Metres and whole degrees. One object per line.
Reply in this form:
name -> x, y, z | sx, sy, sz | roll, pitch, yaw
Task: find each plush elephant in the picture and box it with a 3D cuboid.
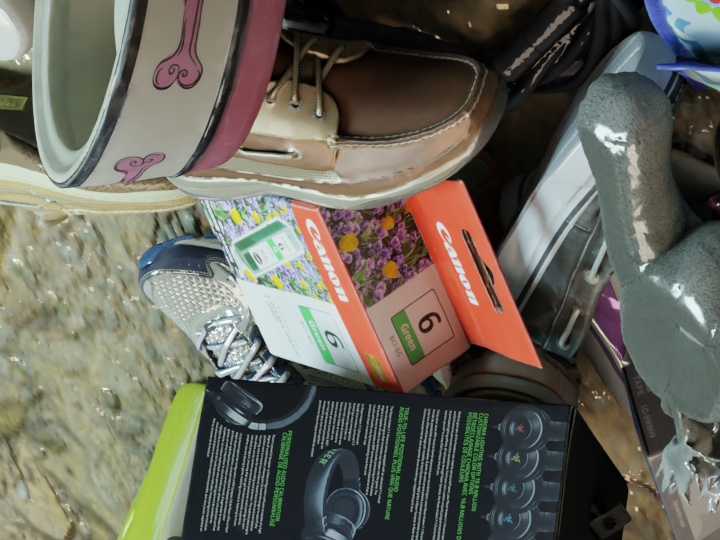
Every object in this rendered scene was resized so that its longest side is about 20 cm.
plush elephant -> 0.201, 0.002, 1.310 | 0.165, 0.155, 0.200 | 40, 147, 39

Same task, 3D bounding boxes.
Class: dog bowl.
dog bowl -> -0.088, -0.132, 1.303 | 0.074, 0.201, 0.200 | 7, 146, -18

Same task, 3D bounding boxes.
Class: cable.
cable -> 0.047, -0.126, 1.364 | 0.199, 0.051, 0.163 | -2, 142, 21

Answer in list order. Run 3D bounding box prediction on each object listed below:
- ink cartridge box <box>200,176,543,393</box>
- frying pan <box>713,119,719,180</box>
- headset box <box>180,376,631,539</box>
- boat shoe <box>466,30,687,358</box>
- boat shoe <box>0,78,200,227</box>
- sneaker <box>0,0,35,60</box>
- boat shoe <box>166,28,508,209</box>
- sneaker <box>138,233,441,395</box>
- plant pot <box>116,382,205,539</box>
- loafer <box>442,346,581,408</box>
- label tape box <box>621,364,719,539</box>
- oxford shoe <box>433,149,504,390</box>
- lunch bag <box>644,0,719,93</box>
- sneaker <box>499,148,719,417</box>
ink cartridge box -> 0.000, 0.000, 1.443 | 0.200, 0.050, 0.109 | 15, 134, 59
frying pan -> 0.220, -0.087, 1.366 | 0.115, 0.031, 0.190 | 1, 131, 12
headset box -> 0.034, 0.124, 1.472 | 0.199, 0.093, 0.174 | 4, 164, 16
boat shoe -> 0.117, -0.034, 1.389 | 0.071, 0.072, 0.200 | 26, 139, -2
boat shoe -> -0.158, -0.056, 1.516 | 0.199, 0.072, 0.076 | 13, 141, 25
sneaker -> -0.253, -0.133, 1.426 | 0.199, 0.100, 0.078 | 19, 143, -4
boat shoe -> -0.027, -0.075, 1.375 | 0.199, 0.076, 0.072 | -6, 143, 33
sneaker -> -0.040, 0.054, 1.599 | 0.200, 0.085, 0.077 | 34, 139, -22
plant pot -> -0.053, 0.190, 1.693 | 0.199, 0.199, 0.182 | 17, 137, 0
loafer -> 0.083, 0.065, 1.538 | 0.072, 0.063, 0.200 | 12, 162, 9
label tape box -> 0.246, 0.084, 1.488 | 0.199, 0.063, 0.144 | -18, 136, 6
oxford shoe -> 0.038, -0.008, 1.522 | 0.074, 0.071, 0.200 | 27, 149, 28
lunch bag -> 0.211, -0.131, 1.242 | 0.170, 0.128, 0.200 | 10, 151, 19
sneaker -> 0.169, 0.015, 1.485 | 0.114, 0.073, 0.200 | -18, 131, 33
